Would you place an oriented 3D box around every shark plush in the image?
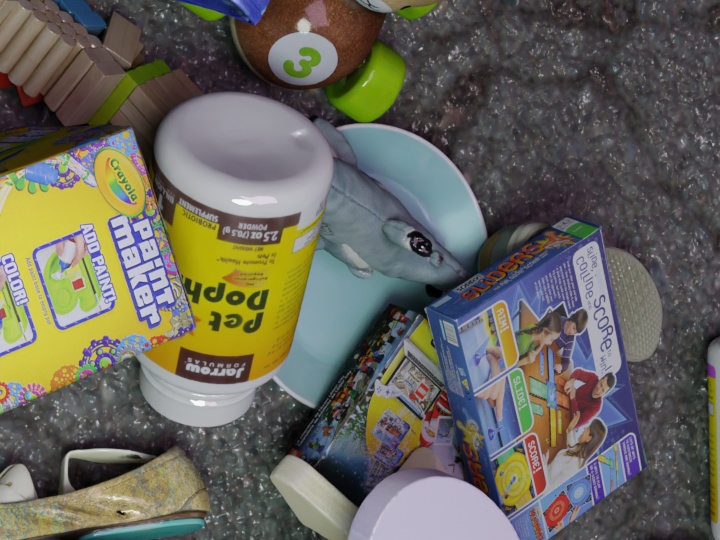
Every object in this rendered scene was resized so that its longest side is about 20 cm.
[{"bbox_3d":[0.015,-0.015,1.253,0.200,0.083,0.091,45,73,-23],"label":"shark plush"}]

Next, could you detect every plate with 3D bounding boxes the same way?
[{"bbox_3d":[0.000,0.000,1.308,0.198,0.026,0.202,-2,95,-29],"label":"plate"}]

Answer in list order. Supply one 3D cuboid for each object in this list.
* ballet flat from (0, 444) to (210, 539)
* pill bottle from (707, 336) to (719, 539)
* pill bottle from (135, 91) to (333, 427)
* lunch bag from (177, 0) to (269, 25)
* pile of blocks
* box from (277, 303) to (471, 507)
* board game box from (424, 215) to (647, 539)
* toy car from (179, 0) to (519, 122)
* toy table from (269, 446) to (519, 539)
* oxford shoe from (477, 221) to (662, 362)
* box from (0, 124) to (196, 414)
[{"bbox_3d":[-0.191,0.148,1.197,0.198,0.071,0.071,-9,97,-27],"label":"ballet flat"},{"bbox_3d":[0.316,0.151,1.446,0.103,0.104,0.202,-5,96,-28],"label":"pill bottle"},{"bbox_3d":[-0.086,-0.001,1.172,0.108,0.110,0.201,-10,135,-28],"label":"pill bottle"},{"bbox_3d":[-0.099,-0.245,1.135,0.151,0.199,0.094,-61,159,-11],"label":"lunch bag"},{"bbox_3d":[-0.182,-0.127,1.190,0.199,0.082,0.062,36,120,-16],"label":"pile of blocks"},{"bbox_3d":[0.051,0.137,1.317,0.200,0.038,0.137,45,75,-33],"label":"box"},{"bbox_3d":[0.124,0.082,1.300,0.135,0.034,0.202,-30,122,-27],"label":"board game box"},{"bbox_3d":[0.010,-0.189,1.195,0.164,0.199,0.159,31,78,-30],"label":"toy car"},{"bbox_3d":[0.022,0.194,1.206,0.183,0.117,0.201,-37,123,-29],"label":"toy table"},{"bbox_3d":[0.154,0.013,1.375,0.199,0.057,0.076,25,72,-45],"label":"oxford shoe"},{"bbox_3d":[-0.229,0.004,1.083,0.191,0.200,0.123,-23,104,-24],"label":"box"}]
